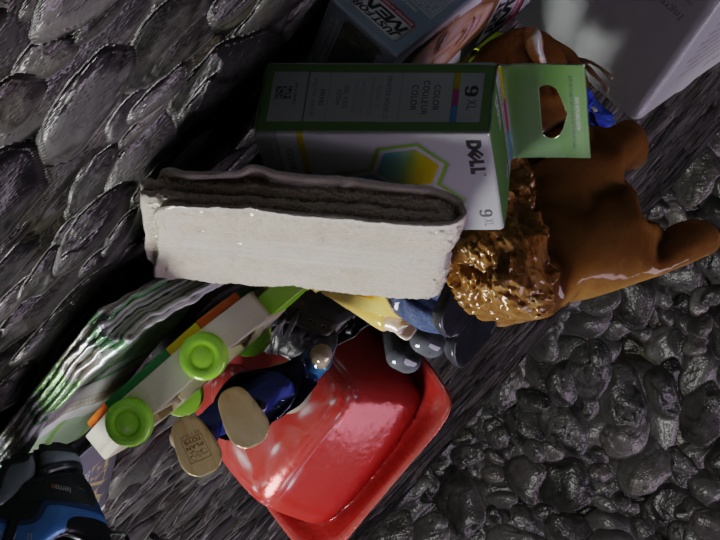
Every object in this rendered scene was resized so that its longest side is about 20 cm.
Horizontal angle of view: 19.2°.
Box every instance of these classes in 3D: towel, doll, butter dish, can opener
[{"bbox_3d":[-0.173,0.071,1.446,0.200,0.031,0.149,-48,170,36],"label":"towel"},{"bbox_3d":[-0.078,0.095,1.514,0.136,0.049,0.200,-31,180,16],"label":"doll"},{"bbox_3d":[-0.039,-0.023,1.333,0.133,0.199,0.035,102,-7,-69],"label":"towel"},{"bbox_3d":[-0.062,0.105,1.735,0.148,0.200,0.200,14,121,-51],"label":"butter dish"},{"bbox_3d":[0.042,-0.003,1.738,0.053,0.066,0.200,-37,-141,30],"label":"can opener"}]

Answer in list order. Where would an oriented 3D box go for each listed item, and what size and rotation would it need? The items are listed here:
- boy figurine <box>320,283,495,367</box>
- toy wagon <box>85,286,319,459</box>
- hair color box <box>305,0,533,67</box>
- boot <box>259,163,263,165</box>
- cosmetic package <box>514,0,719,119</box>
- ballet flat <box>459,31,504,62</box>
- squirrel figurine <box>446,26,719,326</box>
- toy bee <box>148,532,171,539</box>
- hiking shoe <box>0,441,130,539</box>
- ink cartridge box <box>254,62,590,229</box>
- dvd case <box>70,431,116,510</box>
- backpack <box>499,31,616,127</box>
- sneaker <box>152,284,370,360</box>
[{"bbox_3d":[0.000,0.000,1.546,0.064,0.200,0.124,-53,145,-26],"label":"boy figurine"},{"bbox_3d":[-0.103,0.056,1.485,0.200,0.040,0.155,-42,177,10],"label":"toy wagon"},{"bbox_3d":[0.051,-0.178,1.408,0.200,0.061,0.099,-40,167,-33],"label":"hair color box"},{"bbox_3d":[-0.023,-0.068,1.508,0.200,0.068,0.131,-47,175,4],"label":"boot"},{"bbox_3d":[0.222,-0.252,1.534,0.167,0.166,0.200,-34,162,-50],"label":"cosmetic package"},{"bbox_3d":[0.051,-0.085,1.541,0.200,0.067,0.067,-59,166,18],"label":"ballet flat"},{"bbox_3d":[0.111,-0.067,1.435,0.200,0.187,0.141,-21,-176,-36],"label":"squirrel figurine"},{"bbox_3d":[-0.243,0.214,1.532,0.200,0.109,0.131,10,110,-31],"label":"toy bee"},{"bbox_3d":[-0.256,0.190,1.384,0.200,0.087,0.074,-30,162,-16],"label":"hiking shoe"},{"bbox_3d":[0.041,-0.077,1.330,0.104,0.199,0.059,76,17,-56],"label":"ink cartridge box"},{"bbox_3d":[-0.249,0.197,1.676,0.149,0.016,0.200,-43,168,-28],"label":"dvd case"},{"bbox_3d":[0.111,-0.095,1.667,0.200,0.162,0.168,-34,159,-49],"label":"backpack"},{"bbox_3d":[-0.059,0.038,1.620,0.200,0.104,0.060,-38,166,-43],"label":"sneaker"}]
